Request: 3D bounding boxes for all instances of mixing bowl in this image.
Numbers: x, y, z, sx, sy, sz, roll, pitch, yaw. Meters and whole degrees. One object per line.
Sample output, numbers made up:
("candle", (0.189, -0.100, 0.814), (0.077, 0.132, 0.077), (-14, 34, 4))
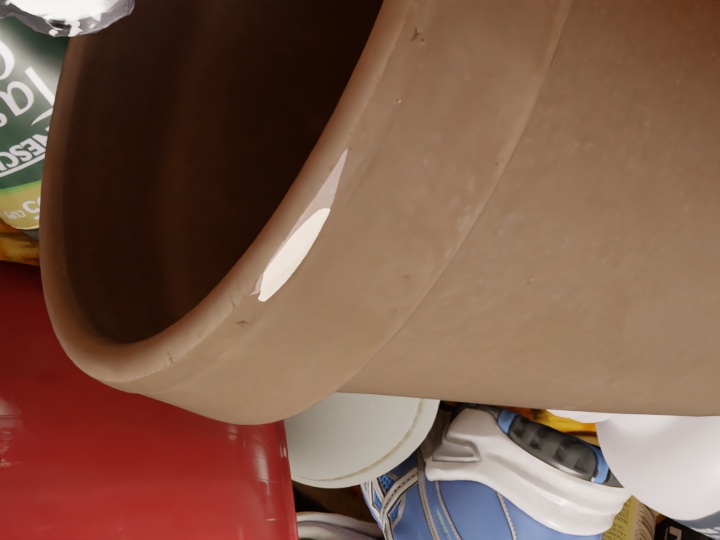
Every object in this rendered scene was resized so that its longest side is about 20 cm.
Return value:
("mixing bowl", (-0.073, 0.086, 0.911), (0.108, 0.201, 0.201), (-6, 146, -3))

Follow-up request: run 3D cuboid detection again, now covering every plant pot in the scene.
("plant pot", (0.038, -0.044, 0.740), (0.174, 0.201, 0.200), (19, 146, -26))

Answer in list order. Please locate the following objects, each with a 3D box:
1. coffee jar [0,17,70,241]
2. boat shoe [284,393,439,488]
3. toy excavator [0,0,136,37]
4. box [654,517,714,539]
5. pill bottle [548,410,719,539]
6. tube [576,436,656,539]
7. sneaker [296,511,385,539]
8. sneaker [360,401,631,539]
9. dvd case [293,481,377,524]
("coffee jar", (-0.111, -0.084, 0.830), (0.104, 0.086, 0.200), (-27, 132, 35))
("boat shoe", (0.000, 0.000, 0.943), (0.074, 0.062, 0.200), (16, 143, 1))
("toy excavator", (-0.109, -0.176, 0.665), (0.199, 0.100, 0.195), (21, 118, -24))
("box", (0.191, 0.190, 1.080), (0.199, 0.161, 0.044), (24, 144, -18))
("pill bottle", (0.141, 0.033, 0.898), (0.199, 0.120, 0.120), (26, 144, -21))
("tube", (0.069, 0.153, 1.024), (0.058, 0.201, 0.052), (9, 144, 2))
("sneaker", (0.005, 0.157, 1.124), (0.200, 0.074, 0.115), (36, 150, -32))
("sneaker", (0.031, 0.087, 1.002), (0.075, 0.077, 0.200), (21, 174, -9))
("dvd case", (-0.085, 0.089, 1.141), (0.148, 0.016, 0.200), (-20, 136, 39))
